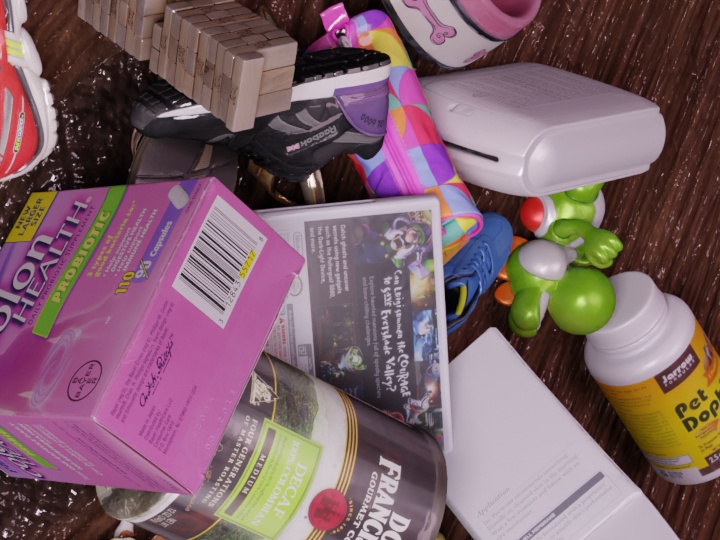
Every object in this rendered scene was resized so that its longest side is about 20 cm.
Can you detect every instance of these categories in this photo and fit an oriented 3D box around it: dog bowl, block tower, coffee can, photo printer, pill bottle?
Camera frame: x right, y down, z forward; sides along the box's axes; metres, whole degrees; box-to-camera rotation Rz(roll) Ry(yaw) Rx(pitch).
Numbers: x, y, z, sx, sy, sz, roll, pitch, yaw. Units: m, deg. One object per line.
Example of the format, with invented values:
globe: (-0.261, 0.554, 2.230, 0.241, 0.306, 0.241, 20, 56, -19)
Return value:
dog bowl: (0.080, -0.269, 1.514, 0.200, 0.074, 0.201, 29, 54, -51)
block tower: (-0.120, -0.165, 1.263, 0.058, 0.200, 0.054, -17, 131, -36)
coffee can: (-0.061, 0.139, 1.285, 0.200, 0.146, 0.147, 29, 69, -30)
photo printer: (0.131, -0.118, 1.538, 0.200, 0.166, 0.070, -14, 119, -45)
pill bottle: (0.279, 0.097, 1.721, 0.200, 0.109, 0.109, 54, 54, -30)

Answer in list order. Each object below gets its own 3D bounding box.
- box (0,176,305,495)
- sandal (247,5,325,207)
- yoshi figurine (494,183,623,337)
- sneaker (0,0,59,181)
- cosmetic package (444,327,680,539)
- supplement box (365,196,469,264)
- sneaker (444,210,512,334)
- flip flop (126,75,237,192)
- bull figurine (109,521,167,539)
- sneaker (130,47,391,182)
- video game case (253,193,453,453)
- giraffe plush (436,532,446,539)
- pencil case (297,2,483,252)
box: (-0.163, 0.041, 1.206, 0.097, 0.200, 0.176, 42, 61, -35)
sandal: (-0.065, -0.101, 1.404, 0.080, 0.054, 0.201, -103, 177, -64)
yoshi figurine: (0.197, -0.024, 1.645, 0.112, 0.112, 0.201, 41, 64, -45)
sneaker: (-0.261, -0.150, 1.203, 0.085, 0.077, 0.201, -32, 111, -36)
cosmetic package: (0.149, 0.185, 1.476, 0.123, 0.200, 0.199, -40, 140, 1)
supplement box: (0.000, 0.000, 1.470, 0.200, 0.066, 0.069, -44, 119, -38)
sneaker: (0.082, 0.011, 1.547, 0.200, 0.078, 0.066, -38, 113, -41)
flip flop: (-0.133, -0.100, 1.348, 0.081, 0.057, 0.201, 24, 57, -32)
bull figurine: (-0.148, 0.231, 1.313, 0.200, 0.065, 0.122, 46, 57, -34)
sneaker: (-0.064, -0.098, 1.316, 0.199, 0.076, 0.088, -11, 114, -26)
video game case: (-0.026, 0.049, 1.378, 0.181, 0.023, 0.201, -5, 105, -6)
giraffe plush: (0.039, 0.308, 1.458, 0.172, 0.200, 0.163, 7, 116, -55)
pencil case: (0.022, -0.104, 1.435, 0.088, 0.088, 0.201, -11, 70, -45)
